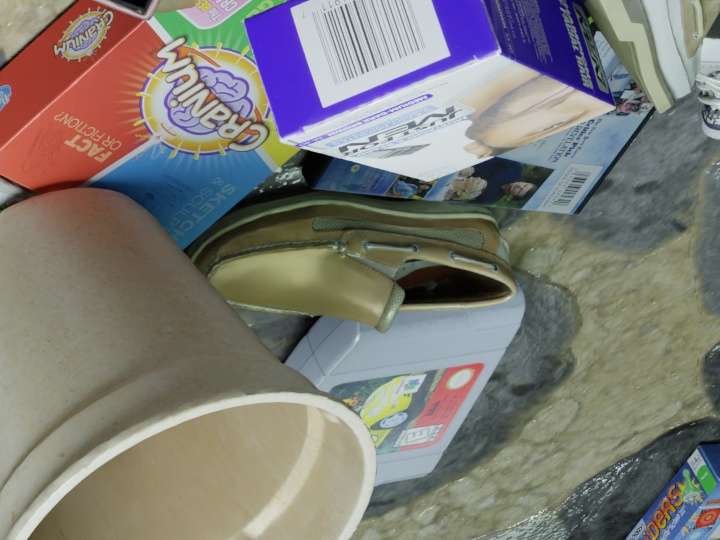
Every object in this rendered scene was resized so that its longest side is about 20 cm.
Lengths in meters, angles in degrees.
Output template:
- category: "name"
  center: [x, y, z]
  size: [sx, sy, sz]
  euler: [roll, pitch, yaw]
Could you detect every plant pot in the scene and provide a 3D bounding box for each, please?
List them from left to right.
- category: "plant pot"
  center: [-0.122, 0.067, 1.214]
  size: [0.200, 0.184, 0.201]
  euler: [-22, 143, -18]

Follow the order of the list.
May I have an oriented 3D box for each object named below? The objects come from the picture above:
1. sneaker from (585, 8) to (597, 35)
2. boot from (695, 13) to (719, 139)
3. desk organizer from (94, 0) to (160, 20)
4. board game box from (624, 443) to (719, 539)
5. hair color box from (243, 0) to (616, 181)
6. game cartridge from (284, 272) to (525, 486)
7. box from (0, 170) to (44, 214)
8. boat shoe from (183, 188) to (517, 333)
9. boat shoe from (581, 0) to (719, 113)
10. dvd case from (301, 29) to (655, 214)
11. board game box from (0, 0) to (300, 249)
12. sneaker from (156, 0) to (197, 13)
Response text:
- category: "sneaker"
  center: [0.137, -0.168, 1.236]
  size: [0.200, 0.083, 0.072]
  euler: [104, 13, -47]
- category: "boot"
  center: [0.209, -0.110, 1.364]
  size: [0.200, 0.074, 0.096]
  euler: [-10, 132, -41]
- category: "desk organizer"
  center: [-0.158, -0.178, 0.981]
  size: [0.200, 0.077, 0.072]
  euler: [20, 127, -17]
- category: "board game box"
  center: [0.302, 0.180, 1.864]
  size: [0.200, 0.034, 0.135]
  euler: [0, 138, -34]
- category: "hair color box"
  center: [0.037, -0.094, 1.155]
  size: [0.109, 0.065, 0.200]
  euler: [-21, 172, 18]
- category: "game cartridge"
  center: [0.008, 0.075, 1.511]
  size: [0.133, 0.041, 0.200]
  euler: [-5, 146, -24]
- category: "box"
  center: [-0.164, -0.028, 1.271]
  size: [0.039, 0.041, 0.200]
  euler: [-39, 143, 16]
- category: "boat shoe"
  center: [0.000, 0.000, 1.387]
  size: [0.200, 0.076, 0.072]
  euler: [-8, 141, -27]
- category: "boat shoe"
  center: [0.142, -0.132, 1.171]
  size: [0.068, 0.075, 0.200]
  euler: [-35, 163, 4]
- category: "dvd case"
  center: [0.081, -0.092, 1.375]
  size: [0.200, 0.018, 0.143]
  euler: [5, 133, -37]
- category: "board game box"
  center: [-0.075, -0.102, 1.234]
  size: [0.200, 0.040, 0.153]
  euler: [-40, 144, 17]
- category: "sneaker"
  center: [-0.113, -0.194, 1.072]
  size: [0.090, 0.067, 0.200]
  euler: [-10, 137, -17]
